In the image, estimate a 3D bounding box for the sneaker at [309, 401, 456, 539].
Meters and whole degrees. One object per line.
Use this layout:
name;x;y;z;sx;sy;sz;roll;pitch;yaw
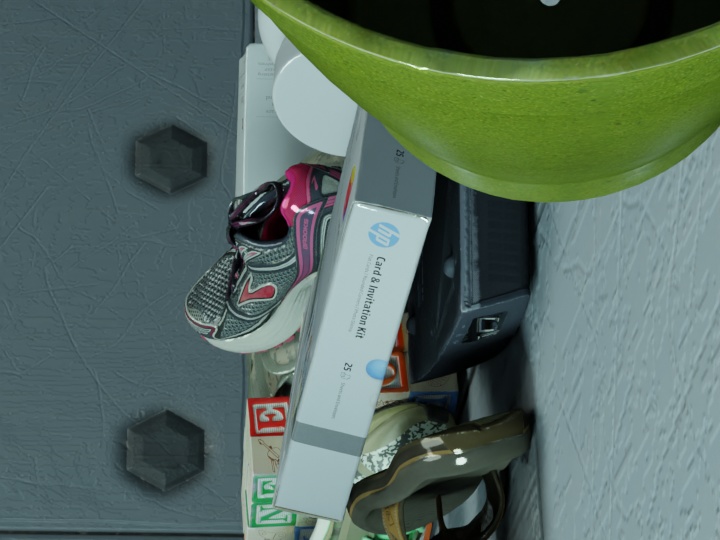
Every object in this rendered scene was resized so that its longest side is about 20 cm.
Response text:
sneaker;0.009;0.169;1.225;0.201;0.077;0.089;-64;30;19

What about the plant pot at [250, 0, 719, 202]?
plant pot;0.049;-0.109;0.564;0.193;0.199;0.201;70;-161;-73

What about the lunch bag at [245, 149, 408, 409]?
lunch bag;-0.012;0.023;1.372;0.200;0.117;0.165;108;164;-49

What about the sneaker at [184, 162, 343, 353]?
sneaker;-0.052;-0.015;1.264;0.200;0.074;0.081;-36;44;50

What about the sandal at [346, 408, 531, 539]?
sandal;0.046;0.114;1.068;0.200;0.081;0.055;130;120;-69

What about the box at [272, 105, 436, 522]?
box;0.000;0.000;1.072;0.156;0.041;0.201;-82;5;-52

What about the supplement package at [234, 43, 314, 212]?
supplement package;-0.032;-0.059;1.564;0.117;0.117;0.201;-175;86;-83

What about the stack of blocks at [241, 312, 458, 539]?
stack of blocks;-0.011;0.107;1.294;0.200;0.115;0.059;98;168;-52

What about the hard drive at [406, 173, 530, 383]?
hard drive;0.052;-0.018;1.092;0.200;0.042;0.136;114;156;-76

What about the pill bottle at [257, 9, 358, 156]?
pill bottle;0.003;-0.162;1.178;0.111;0.110;0.201;98;178;-49
